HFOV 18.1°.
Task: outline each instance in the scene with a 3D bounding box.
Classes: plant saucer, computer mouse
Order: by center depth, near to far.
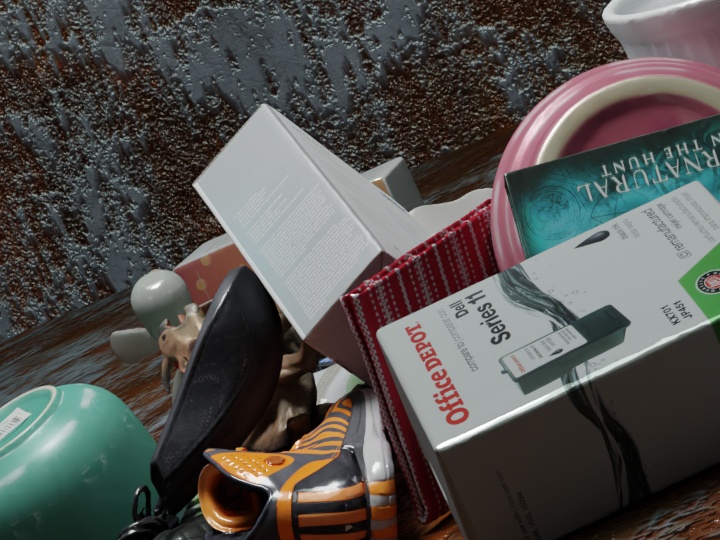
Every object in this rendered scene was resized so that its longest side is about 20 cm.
[{"bbox_3d":[0.175,-0.036,1.331,0.200,0.201,0.051,-25,-17,-2],"label":"plant saucer"},{"bbox_3d":[-0.090,0.098,1.404,0.053,0.201,0.138,20,-2,6],"label":"computer mouse"}]

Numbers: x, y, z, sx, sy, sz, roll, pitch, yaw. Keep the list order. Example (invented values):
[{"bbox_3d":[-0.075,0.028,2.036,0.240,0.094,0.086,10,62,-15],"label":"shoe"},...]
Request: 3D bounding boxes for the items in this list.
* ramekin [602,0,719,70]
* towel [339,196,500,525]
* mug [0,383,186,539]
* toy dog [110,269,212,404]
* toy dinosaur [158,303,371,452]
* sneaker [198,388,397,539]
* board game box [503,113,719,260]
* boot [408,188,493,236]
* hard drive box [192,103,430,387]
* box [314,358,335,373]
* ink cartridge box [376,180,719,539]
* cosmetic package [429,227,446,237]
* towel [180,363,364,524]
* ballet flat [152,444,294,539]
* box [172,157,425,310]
[{"bbox_3d":[0.264,-0.159,1.447,0.200,0.098,0.201,-22,12,5],"label":"ramekin"},{"bbox_3d":[0.063,0.046,1.336,0.022,0.145,0.200,-13,12,35],"label":"towel"},{"bbox_3d":[-0.212,0.156,1.509,0.152,0.115,0.185,-26,19,22],"label":"mug"},{"bbox_3d":[-0.122,0.067,1.719,0.131,0.201,0.096,-5,37,-14],"label":"toy dog"},{"bbox_3d":[-0.064,0.084,1.508,0.135,0.086,0.200,-40,29,12],"label":"toy dinosaur"},{"bbox_3d":[-0.040,0.117,1.333,0.111,0.078,0.200,-4,5,-3],"label":"sneaker"},{"bbox_3d":[0.195,-0.017,1.282,0.199,0.136,0.028,-16,-16,1],"label":"board game box"},{"bbox_3d":[0.069,-0.004,1.685,0.200,0.073,0.090,-5,-40,-54],"label":"boot"},{"bbox_3d":[0.000,0.000,1.453,0.077,0.156,0.200,-48,38,8],"label":"hard drive box"},{"bbox_3d":[0.068,0.055,1.714,0.160,0.044,0.200,-28,7,-22],"label":"box"},{"bbox_3d":[0.122,0.051,1.175,0.199,0.083,0.147,-26,27,-2],"label":"ink cartridge box"},{"bbox_3d":[0.142,-0.002,1.568,0.199,0.085,0.108,-26,37,-14],"label":"cosmetic package"},{"bbox_3d":[-0.061,0.113,1.586,0.199,0.031,0.149,-25,22,29],"label":"towel"},{"bbox_3d":[-0.067,0.162,1.384,0.057,0.067,0.200,26,30,19],"label":"ballet flat"},{"bbox_3d":[-0.030,0.018,1.893,0.199,0.153,0.106,-24,7,14],"label":"box"}]
